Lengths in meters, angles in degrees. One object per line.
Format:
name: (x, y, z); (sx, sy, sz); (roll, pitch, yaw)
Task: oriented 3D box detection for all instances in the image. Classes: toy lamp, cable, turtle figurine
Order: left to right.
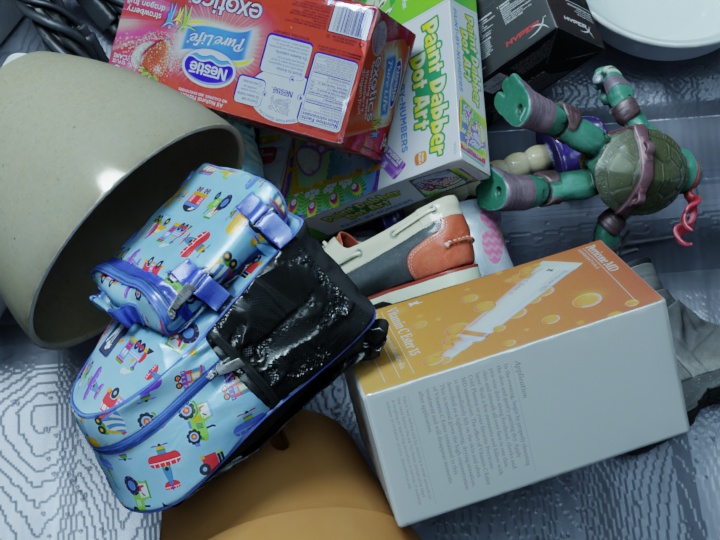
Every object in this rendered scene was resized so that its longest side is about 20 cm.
cable: (-0.201, -0.188, 1.179); (0.051, 0.163, 0.201); (-37, 84, 19)
toy lamp: (0.104, -0.074, 1.184); (0.198, 0.058, 0.059); (-22, 69, -7)
turtle figurine: (0.188, -0.082, 1.121); (0.198, 0.100, 0.152); (6, 88, -29)

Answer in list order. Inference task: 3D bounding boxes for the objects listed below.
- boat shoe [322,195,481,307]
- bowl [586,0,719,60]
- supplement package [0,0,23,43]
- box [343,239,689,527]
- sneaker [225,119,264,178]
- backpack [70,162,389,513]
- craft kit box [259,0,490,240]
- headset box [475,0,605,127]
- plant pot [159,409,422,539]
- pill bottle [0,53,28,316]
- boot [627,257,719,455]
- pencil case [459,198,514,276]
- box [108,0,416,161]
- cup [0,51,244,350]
boat shoe: (0.000, 0.000, 1.095); (0.071, 0.198, 0.063); (-15, 88, -52)
bowl: (0.251, -0.250, 1.242); (0.198, 0.091, 0.204); (0, 66, -1)
supplement package: (-0.371, -0.245, 1.172); (0.146, 0.192, 0.201); (29, 68, 12)
box: (0.095, 0.070, 0.975); (0.198, 0.125, 0.099); (-17, 111, -5)
sneaker: (-0.100, -0.088, 1.163); (0.081, 0.074, 0.203); (0, 73, 37)
backpack: (-0.108, 0.047, 0.951); (0.200, 0.182, 0.135); (-44, 113, -7)
craft kit box: (0.005, -0.137, 1.154); (0.196, 0.048, 0.202); (-19, 62, 32)
headset box: (0.089, -0.231, 1.197); (0.148, 0.077, 0.202); (-33, 63, 32)
plant pot: (-0.056, 0.190, 1.006); (0.198, 0.201, 0.141); (-13, 51, -7)
pill bottle: (-0.283, -0.062, 1.140); (0.111, 0.113, 0.202); (23, 68, 9)
boot: (0.250, 0.040, 1.134); (0.198, 0.070, 0.132); (-23, 64, -15)
pencil case: (0.090, 0.048, 1.115); (0.082, 0.091, 0.202); (-17, 67, 6)
box: (-0.072, -0.156, 1.083); (0.198, 0.095, 0.101); (17, 92, 19)
cup: (-0.199, -0.068, 1.033); (0.143, 0.201, 0.200); (43, 72, 14)
